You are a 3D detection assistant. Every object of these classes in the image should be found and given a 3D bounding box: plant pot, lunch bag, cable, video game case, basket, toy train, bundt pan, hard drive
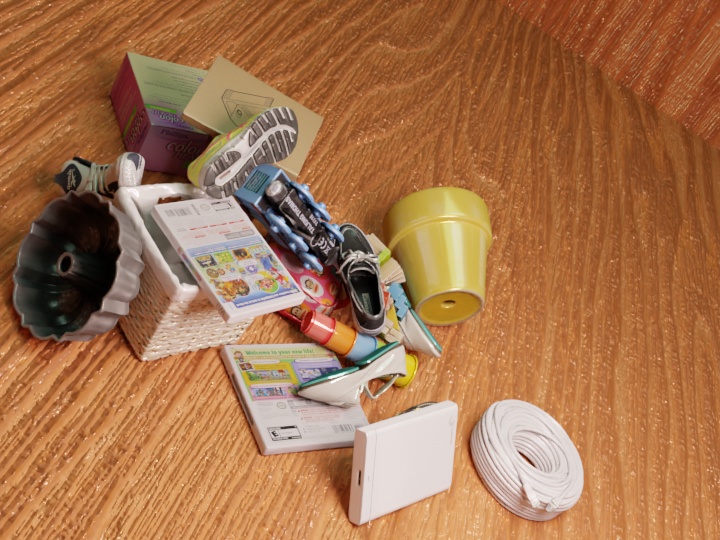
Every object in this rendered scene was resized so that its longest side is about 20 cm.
[{"bbox_3d":[0.146,-0.015,1.787,0.197,0.201,0.192,13,53,-29],"label":"plant pot"},{"bbox_3d":[-0.088,0.001,1.645,0.174,0.082,0.201,31,33,-7],"label":"lunch bag"},{"bbox_3d":[0.269,0.303,1.604,0.198,0.070,0.201,-6,50,-46],"label":"cable"},{"bbox_3d":[-0.180,-0.021,1.363,0.142,0.018,0.201,-12,57,-48],"label":"video game case"},{"bbox_3d":[-0.252,0.000,1.432,0.196,0.162,0.201,-8,51,-46],"label":"basket"},{"bbox_3d":[-0.104,-0.079,1.523,0.113,0.087,0.200,29,-14,39],"label":"toy train"},{"bbox_3d":[-0.092,0.185,1.473,0.197,0.022,0.184,2,46,-39],"label":"video game case"},{"bbox_3d":[-0.365,0.002,1.318,0.075,0.201,0.203,28,24,-56],"label":"bundt pan"},{"bbox_3d":[0.064,0.270,1.417,0.026,0.135,0.198,14,15,41],"label":"hard drive"}]

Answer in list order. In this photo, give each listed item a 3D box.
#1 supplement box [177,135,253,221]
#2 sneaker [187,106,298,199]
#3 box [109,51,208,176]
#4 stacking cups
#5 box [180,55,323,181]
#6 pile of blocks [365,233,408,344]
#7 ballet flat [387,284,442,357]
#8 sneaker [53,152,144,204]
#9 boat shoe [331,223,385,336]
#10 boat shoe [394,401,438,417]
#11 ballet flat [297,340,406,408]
[{"bbox_3d":[-0.201,-0.171,1.650,0.129,0.201,0.104,28,33,-7],"label":"supplement box"},{"bbox_3d":[-0.175,-0.182,1.462,0.199,0.079,0.089,-38,34,-30],"label":"sneaker"},{"bbox_3d":[-0.326,-0.269,1.753,0.173,0.097,0.202,6,42,-36],"label":"box"},{"bbox_3d":[-0.001,0.118,1.567,0.198,0.060,0.061,32,32,-25],"label":"stacking cups"},{"bbox_3d":[-0.165,-0.238,1.560,0.198,0.021,0.165,30,43,-10],"label":"box"},{"bbox_3d":[0.040,0.024,1.631,0.080,0.062,0.203,-17,71,-6],"label":"pile of blocks"},{"bbox_3d":[0.067,0.081,1.694,0.069,0.070,0.202,-1,48,-41],"label":"ballet flat"},{"bbox_3d":[-0.389,-0.128,1.468,0.127,0.199,0.081,13,77,-10],"label":"sneaker"},{"bbox_3d":[-0.003,0.001,1.569,0.072,0.069,0.203,-6,59,-7],"label":"boat shoe"},{"bbox_3d":[0.081,0.246,1.513,0.072,0.061,0.200,43,34,12],"label":"boat shoe"},{"bbox_3d":[-0.003,0.167,1.489,0.198,0.070,0.070,-21,61,-36],"label":"ballet flat"}]
